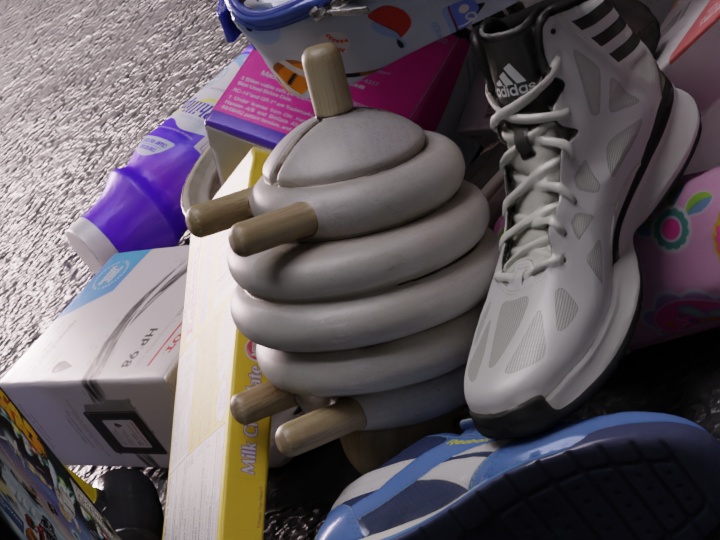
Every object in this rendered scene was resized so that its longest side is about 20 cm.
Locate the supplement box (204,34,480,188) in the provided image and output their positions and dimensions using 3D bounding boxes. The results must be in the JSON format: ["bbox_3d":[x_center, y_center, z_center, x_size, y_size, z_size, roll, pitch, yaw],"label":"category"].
[{"bbox_3d":[0.014,-0.102,1.078,0.103,0.102,0.201,21,59,20],"label":"supplement box"}]

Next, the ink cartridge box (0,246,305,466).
[{"bbox_3d":[-0.092,0.045,1.125,0.199,0.067,0.116,-5,37,48],"label":"ink cartridge box"}]

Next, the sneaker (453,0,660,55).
[{"bbox_3d":[0.060,-0.152,0.988,0.199,0.074,0.080,25,72,26],"label":"sneaker"}]

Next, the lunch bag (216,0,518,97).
[{"bbox_3d":[-0.004,-0.178,0.948,0.159,0.076,0.201,-23,49,9],"label":"lunch bag"}]

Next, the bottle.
[{"bbox_3d":[-0.109,-0.073,1.380,0.200,0.065,0.083,-42,26,-16],"label":"bottle"}]

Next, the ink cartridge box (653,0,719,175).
[{"bbox_3d":[0.208,-0.142,0.987,0.201,0.067,0.116,-57,7,-37],"label":"ink cartridge box"}]

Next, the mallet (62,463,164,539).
[{"bbox_3d":[-0.168,0.088,1.011,0.041,0.200,0.066,-41,33,10],"label":"mallet"}]

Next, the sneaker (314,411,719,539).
[{"bbox_3d":[0.060,0.094,0.855,0.199,0.074,0.082,-21,26,26],"label":"sneaker"}]

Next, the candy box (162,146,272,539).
[{"bbox_3d":[-0.065,0.052,0.988,0.102,0.026,0.202,133,144,-62],"label":"candy box"}]

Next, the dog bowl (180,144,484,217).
[{"bbox_3d":[-0.006,-0.063,1.222,0.199,0.074,0.201,-28,25,14],"label":"dog bowl"}]

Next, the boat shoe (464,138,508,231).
[{"bbox_3d":[0.046,-0.012,1.007,0.200,0.067,0.057,-52,44,12],"label":"boat shoe"}]

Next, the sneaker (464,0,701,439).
[{"bbox_3d":[0.067,-0.036,0.846,0.075,0.115,0.201,-11,41,42],"label":"sneaker"}]

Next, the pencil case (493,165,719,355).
[{"bbox_3d":[0.152,-0.007,0.912,0.199,0.088,0.088,-16,30,37],"label":"pencil case"}]

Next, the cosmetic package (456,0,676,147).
[{"bbox_3d":[0.123,-0.146,1.055,0.051,0.082,0.202,-2,65,64],"label":"cosmetic package"}]

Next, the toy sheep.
[{"bbox_3d":[0.000,0.000,0.906,0.136,0.202,0.138,-9,20,3],"label":"toy sheep"}]

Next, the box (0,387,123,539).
[{"bbox_3d":[-0.151,0.119,0.923,0.040,0.201,0.137,-33,25,2],"label":"box"}]
